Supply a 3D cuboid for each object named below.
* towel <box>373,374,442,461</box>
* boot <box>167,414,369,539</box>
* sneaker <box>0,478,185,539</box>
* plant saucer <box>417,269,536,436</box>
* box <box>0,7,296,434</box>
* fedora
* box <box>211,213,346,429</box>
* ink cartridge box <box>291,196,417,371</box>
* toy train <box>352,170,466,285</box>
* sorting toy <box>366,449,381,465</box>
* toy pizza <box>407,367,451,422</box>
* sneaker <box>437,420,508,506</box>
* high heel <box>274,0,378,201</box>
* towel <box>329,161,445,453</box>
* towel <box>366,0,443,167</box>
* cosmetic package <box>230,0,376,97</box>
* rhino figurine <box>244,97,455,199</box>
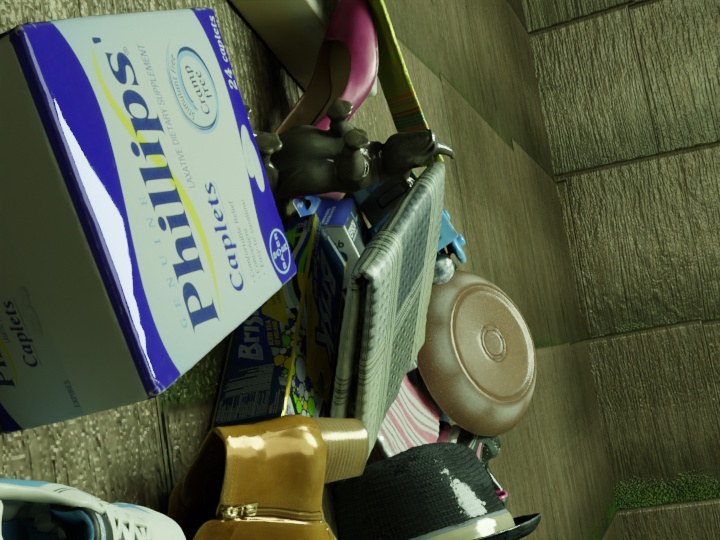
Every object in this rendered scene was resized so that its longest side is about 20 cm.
[{"bbox_3d":[0.038,0.141,0.873,0.147,0.030,0.200,57,13,-14],"label":"towel"},{"bbox_3d":[-0.073,0.193,0.603,0.143,0.070,0.204,2,106,-43],"label":"boot"},{"bbox_3d":[-0.141,0.145,0.438,0.200,0.072,0.073,38,43,-62],"label":"sneaker"},{"bbox_3d":[0.144,0.089,1.011,0.199,0.036,0.203,19,59,-35],"label":"plant saucer"},{"bbox_3d":[-0.138,-0.041,0.497,0.200,0.104,0.186,-48,123,-64],"label":"box"},{"bbox_3d":[0.048,0.197,0.722,0.200,0.198,0.093,22,49,-65],"label":"fedora"},{"bbox_3d":[-0.061,0.053,0.705,0.070,0.063,0.202,58,29,-44],"label":"box"},{"bbox_3d":[0.000,0.000,0.863,0.202,0.039,0.100,61,14,-16],"label":"ink cartridge box"},{"bbox_3d":[0.044,-0.062,0.931,0.115,0.086,0.201,56,4,-34],"label":"toy train"},{"bbox_3d":[0.032,0.272,0.884,0.185,0.036,0.203,41,47,-58],"label":"sorting toy"},{"bbox_3d":[0.080,0.099,1.098,0.200,0.031,0.203,-11,90,-69],"label":"toy pizza"},{"bbox_3d":[0.128,0.279,1.003,0.080,0.085,0.203,-36,126,-76],"label":"sneaker"},{"bbox_3d":[-0.041,-0.166,0.798,0.095,0.067,0.203,8,87,-42],"label":"high heel"},{"bbox_3d":[0.023,0.034,0.716,0.193,0.034,0.202,-57,156,-52],"label":"towel"},{"bbox_3d":[0.033,-0.197,0.848,0.086,0.018,0.202,-156,-136,-75],"label":"towel"},{"bbox_3d":[-0.053,-0.263,0.885,0.200,0.070,0.107,43,40,-57],"label":"cosmetic package"},{"bbox_3d":[-0.016,-0.099,0.739,0.088,0.197,0.061,102,-17,-60],"label":"rhino figurine"}]
